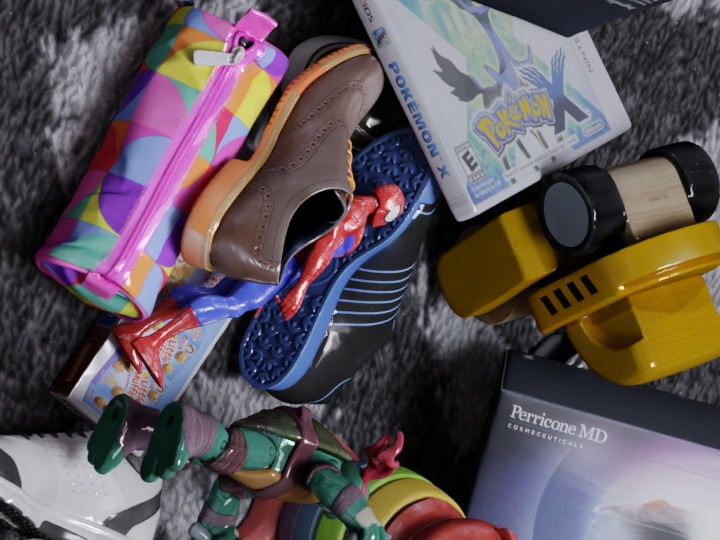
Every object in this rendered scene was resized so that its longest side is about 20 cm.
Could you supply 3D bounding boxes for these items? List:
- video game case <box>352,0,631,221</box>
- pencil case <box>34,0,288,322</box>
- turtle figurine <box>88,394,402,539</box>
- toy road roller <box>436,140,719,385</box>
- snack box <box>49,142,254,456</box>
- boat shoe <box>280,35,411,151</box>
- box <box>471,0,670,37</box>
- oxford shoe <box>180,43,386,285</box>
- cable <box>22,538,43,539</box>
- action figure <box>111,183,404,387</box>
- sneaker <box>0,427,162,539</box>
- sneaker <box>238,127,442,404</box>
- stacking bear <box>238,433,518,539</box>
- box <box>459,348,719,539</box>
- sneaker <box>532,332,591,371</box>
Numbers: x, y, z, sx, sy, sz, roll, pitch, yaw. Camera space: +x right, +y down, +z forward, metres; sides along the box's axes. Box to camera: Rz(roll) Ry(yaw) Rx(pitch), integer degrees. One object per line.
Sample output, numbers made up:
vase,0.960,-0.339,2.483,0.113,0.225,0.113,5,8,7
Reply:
video game case,0.085,-0.145,1.723,0.200,0.022,0.182,-29,95,-49
pencil case,-0.120,-0.069,1.606,0.088,0.088,0.200,35,77,-39
turtle figurine,-0.057,0.130,1.599,0.200,0.150,0.101,25,59,-33
toy road roller,0.160,0.012,1.765,0.123,0.200,0.146,-14,80,-36
snack box,-0.113,0.016,1.668,0.072,0.024,0.200,44,72,-36
boat shoe,0.036,-0.101,1.740,0.200,0.064,0.071,22,85,-40
box,0.164,-0.277,1.683,0.117,0.200,0.197,14,69,-41
oxford shoe,-0.029,-0.061,1.619,0.200,0.073,0.071,-54,158,-32
cable,-0.171,0.203,1.628,0.200,0.050,0.097,9,120,-37
action figure,-0.056,0.003,1.636,0.200,0.065,0.052,-35,107,-14
sneaker,-0.198,0.124,1.604,0.200,0.074,0.080,34,64,-44
sneaker,0.000,0.000,1.717,0.200,0.070,0.078,-54,145,8
stacking bear,0.023,0.181,1.703,0.114,0.200,0.122,20,87,-40
box,0.164,0.182,1.786,0.200,0.123,0.199,15,102,2
sneaker,0.187,0.091,1.904,0.200,0.075,0.116,-4,100,-38
